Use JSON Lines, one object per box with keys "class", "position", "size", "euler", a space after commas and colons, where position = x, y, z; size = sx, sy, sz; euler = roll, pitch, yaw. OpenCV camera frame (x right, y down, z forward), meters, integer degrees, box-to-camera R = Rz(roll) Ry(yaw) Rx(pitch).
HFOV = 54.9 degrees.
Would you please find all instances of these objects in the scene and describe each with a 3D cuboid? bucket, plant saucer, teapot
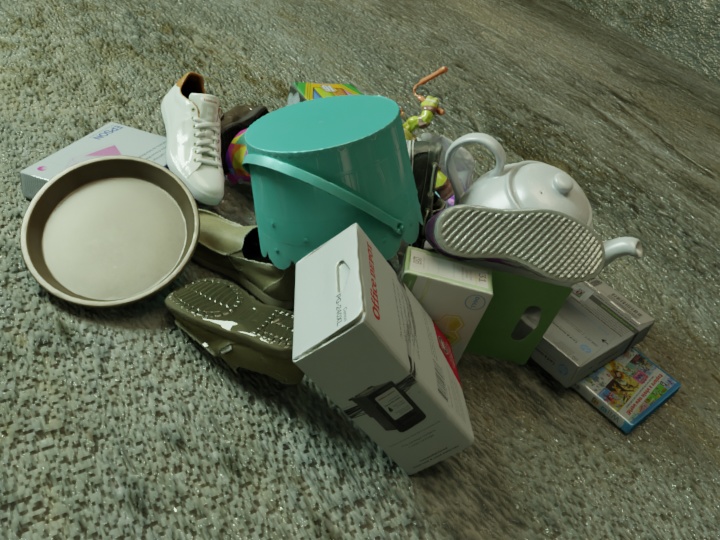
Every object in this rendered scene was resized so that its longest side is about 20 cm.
{"class": "bucket", "position": [-0.033, -0.103, 0.779], "size": [0.202, 0.137, 0.209], "euler": [-8, 29, 5]}
{"class": "plant saucer", "position": [-0.283, -0.044, 0.795], "size": [0.195, 0.030, 0.204], "euler": [4, 60, -7]}
{"class": "teapot", "position": [0.216, -0.069, 0.876], "size": [0.196, 0.147, 0.201], "euler": [-1, 55, -22]}

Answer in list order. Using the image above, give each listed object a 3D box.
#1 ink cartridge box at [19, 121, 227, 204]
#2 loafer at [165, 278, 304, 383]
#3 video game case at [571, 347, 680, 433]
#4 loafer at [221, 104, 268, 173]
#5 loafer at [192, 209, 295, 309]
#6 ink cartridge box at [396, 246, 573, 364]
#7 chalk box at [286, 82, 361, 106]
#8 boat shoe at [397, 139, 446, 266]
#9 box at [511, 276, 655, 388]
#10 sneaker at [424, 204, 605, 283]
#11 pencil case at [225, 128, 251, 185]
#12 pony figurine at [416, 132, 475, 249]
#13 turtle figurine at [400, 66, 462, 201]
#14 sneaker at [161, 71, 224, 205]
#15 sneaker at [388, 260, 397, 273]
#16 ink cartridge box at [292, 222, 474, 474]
{"class": "ink cartridge box", "position": [-0.308, -0.130, 0.931], "size": [0.196, 0.044, 0.197], "euler": [15, 33, 11]}
{"class": "loafer", "position": [-0.132, 0.067, 0.733], "size": [0.197, 0.069, 0.076], "euler": [21, 35, 34]}
{"class": "video game case", "position": [0.306, 0.115, 0.916], "size": [0.141, 0.018, 0.200], "euler": [-17, 47, -40]}
{"class": "loafer", "position": [-0.212, -0.210, 1.090], "size": [0.069, 0.075, 0.200], "euler": [13, 29, 13]}
{"class": "loafer", "position": [-0.146, -0.029, 0.862], "size": [0.197, 0.068, 0.076], "euler": [30, 36, 16]}
{"class": "ink cartridge box", "position": [0.125, 0.059, 0.793], "size": [0.195, 0.147, 0.049], "euler": [15, 43, -5]}
{"class": "chalk box", "position": [-0.030, -0.194, 1.094], "size": [0.122, 0.127, 0.201], "euler": [-8, 43, -32]}
{"class": "boat shoe", "position": [0.080, -0.073, 0.904], "size": [0.062, 0.203, 0.071], "euler": [2, 39, 7]}
{"class": "box", "position": [0.277, 0.061, 0.925], "size": [0.197, 0.042, 0.156], "euler": [-17, 47, -40]}
{"class": "sneaker", "position": [0.168, -0.034, 0.785], "size": [0.196, 0.074, 0.114], "euler": [14, -3, -7]}
{"class": "pencil case", "position": [-0.113, -0.146, 0.971], "size": [0.087, 0.091, 0.198], "euler": [-13, 20, -37]}
{"class": "pony figurine", "position": [0.139, -0.110, 1.055], "size": [0.189, 0.169, 0.201], "euler": [20, 18, -10]}
{"class": "turtle figurine", "position": [0.067, -0.161, 0.931], "size": [0.162, 0.198, 0.065], "euler": [52, 15, -12]}
{"class": "sneaker", "position": [-0.221, -0.187, 0.941], "size": [0.072, 0.085, 0.203], "euler": [4, 54, -45]}
{"class": "sneaker", "position": [0.000, 0.000, 0.885], "size": [0.077, 0.066, 0.203], "euler": [-26, 72, -10]}
{"class": "ink cartridge box", "position": [0.021, 0.078, 0.683], "size": [0.201, 0.082, 0.147], "euler": [50, 20, -31]}
